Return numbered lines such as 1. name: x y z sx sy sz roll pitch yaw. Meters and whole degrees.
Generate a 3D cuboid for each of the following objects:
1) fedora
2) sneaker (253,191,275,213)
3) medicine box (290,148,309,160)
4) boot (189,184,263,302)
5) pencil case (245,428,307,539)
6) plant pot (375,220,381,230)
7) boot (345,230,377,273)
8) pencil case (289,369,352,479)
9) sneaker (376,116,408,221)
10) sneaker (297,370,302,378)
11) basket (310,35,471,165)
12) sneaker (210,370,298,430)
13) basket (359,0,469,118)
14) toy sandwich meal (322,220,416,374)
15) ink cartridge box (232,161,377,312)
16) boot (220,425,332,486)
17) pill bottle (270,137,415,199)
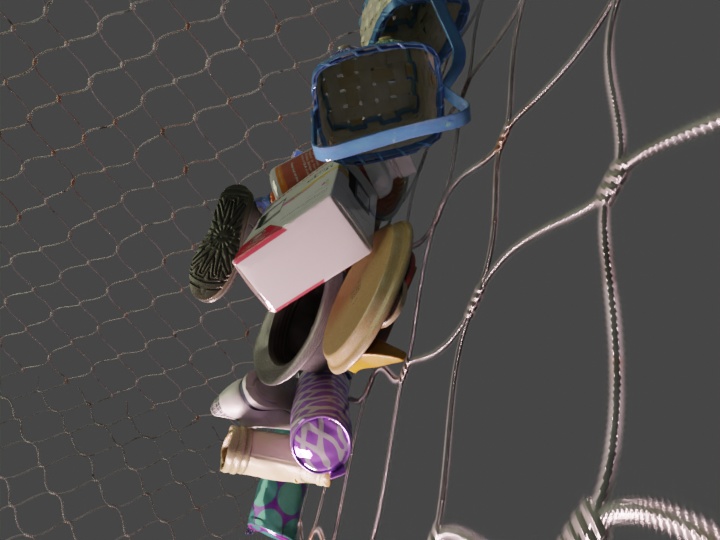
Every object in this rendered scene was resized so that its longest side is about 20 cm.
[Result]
1. fedora: -0.060 0.072 0.852 0.177 0.090 0.201 27 92 61
2. sneaker: -0.155 -0.051 1.038 0.076 0.078 0.201 -97 3 -46
3. medicine box: -0.065 -0.140 1.301 0.103 0.199 0.183 -75 3 -80
4. boot: -0.151 -0.008 0.894 0.200 0.072 0.183 57 -130 -61
5. pencil case: -0.121 0.339 1.016 0.093 0.084 0.201 74 -153 -56
6. plant pot: -0.015 -0.163 1.166 0.201 0.186 0.187 -59 6 -2
7. boot: 0.000 0.000 0.962 0.200 0.074 0.108 166 116 -82
8. pencil case: -0.051 0.194 0.834 0.200 0.083 0.086 -92 -18 -78
9. sneaker: 0.049 -0.158 1.021 0.080 0.071 0.201 78 -163 -61
10. sneaker: -0.075 0.207 1.088 0.200 0.071 0.073 -66 -37 -78
11. basket: 0.020 -0.193 0.725 0.201 0.175 0.140 -109 6 -52
12. sneaker: -0.131 0.204 0.915 0.080 0.200 0.077 -34 51 17
13. basket: 0.080 -0.322 0.860 0.176 0.138 0.201 129 132 -65
14. toy sandwich meal: 0.022 0.039 0.693 0.206 0.070 0.206 -58 14 23
15. ink cartridge box: -0.060 -0.055 0.765 0.147 0.086 0.200 -33 20 16
16. boot: -0.123 0.266 0.891 0.200 0.154 0.073 138 142 -77
17. pill bottle: -0.024 -0.142 0.912 0.199 0.113 0.112 -25 17 8
